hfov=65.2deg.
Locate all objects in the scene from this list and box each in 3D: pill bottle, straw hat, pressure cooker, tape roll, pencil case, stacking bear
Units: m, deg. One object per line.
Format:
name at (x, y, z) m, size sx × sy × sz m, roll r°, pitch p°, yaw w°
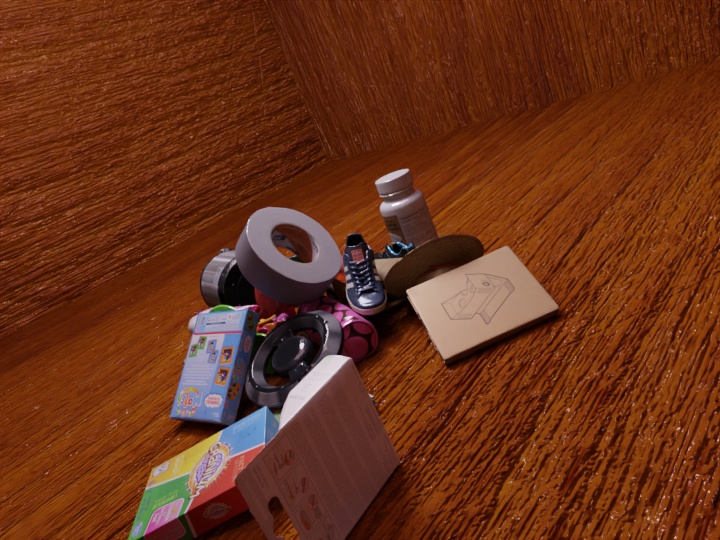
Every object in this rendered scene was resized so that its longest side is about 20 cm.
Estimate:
pill bottle at (0.111, -0.139, 1.386) m, size 0.114 × 0.201 × 0.114 m, roll -20°, pitch 18°, yaw 7°
straw hat at (0.150, 0.029, 1.038) m, size 0.200 × 0.201 × 0.085 m, roll -21°, pitch 56°, yaw 4°
pressure cooker at (-0.310, 0.034, 1.431) m, size 0.176 × 0.179 × 0.199 m, roll -36°, pitch 23°, yaw -29°
tape roll at (-0.138, -0.031, 1.096) m, size 0.066 × 0.200 × 0.200 m, roll -53°, pitch -3°, yaw 37°
pencil case at (-0.052, 0.110, 1.057) m, size 0.093 × 0.091 × 0.200 m, roll -24°, pitch 19°, yaw -23°
stacking bear at (-0.146, 0.028, 1.163) m, size 0.122 × 0.114 × 0.200 m, roll -49°, pitch -5°, yaw 29°

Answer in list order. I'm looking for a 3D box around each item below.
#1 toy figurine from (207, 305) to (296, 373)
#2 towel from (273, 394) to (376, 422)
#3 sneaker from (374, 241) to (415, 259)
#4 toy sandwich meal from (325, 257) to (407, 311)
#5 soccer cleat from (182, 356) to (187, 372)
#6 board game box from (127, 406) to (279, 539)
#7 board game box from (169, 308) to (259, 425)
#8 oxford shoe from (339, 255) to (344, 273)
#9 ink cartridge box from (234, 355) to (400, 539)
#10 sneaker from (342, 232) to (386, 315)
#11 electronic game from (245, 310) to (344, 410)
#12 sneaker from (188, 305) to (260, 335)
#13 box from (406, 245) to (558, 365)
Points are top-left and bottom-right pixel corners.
toy figurine at (-0.188, 0.117, 1.168) m, size 0.199 × 0.151 × 0.184 m, roll 14°, pitch 25°, yaw 28°
towel at (-0.088, 0.235, 0.852) m, size 0.199 × 0.024 × 0.152 m, roll -33°, pitch 20°, yaw -24°
sneaker at (0.082, -0.033, 1.310) m, size 0.073 × 0.082 × 0.200 m, roll -30°, pitch 19°, yaw -25°
toy sandwich meal at (0.024, 0.021, 1.176) m, size 0.204 × 0.071 × 0.205 m, roll -3°, pitch 26°, yaw 1°
soccer cleat at (-0.319, 0.189, 1.189) m, size 0.080 × 0.068 × 0.200 m, roll -13°, pitch 17°, yaw 2°
board game box at (-0.206, 0.286, 0.771) m, size 0.199 × 0.040 × 0.153 m, roll -29°, pitch 19°, yaw 2°
board game box at (-0.265, 0.174, 1.023) m, size 0.151 × 0.037 × 0.201 m, roll -8°, pitch 62°, yaw 38°
oxford shoe at (-0.001, -0.021, 1.436) m, size 0.074 × 0.071 × 0.200 m, roll 10°, pitch 26°, yaw 11°
ink cartridge box at (-0.048, 0.218, 0.628) m, size 0.050 × 0.162 × 0.200 m, roll -7°, pitch 24°, yaw 44°
sneaker at (0.000, 0.000, 1.073) m, size 0.074 × 0.085 × 0.200 m, roll -13°, pitch 36°, yaw -6°
electronic game at (-0.115, 0.149, 0.966) m, size 0.199 × 0.042 × 0.201 m, roll -24°, pitch 35°, yaw 18°
sneaker at (-0.290, 0.113, 1.239) m, size 0.088 × 0.082 × 0.199 m, roll 5°, pitch 1°, yaw 44°
box at (0.194, 0.051, 0.928) m, size 0.199 × 0.021 × 0.164 m, roll -24°, pitch 46°, yaw -3°
